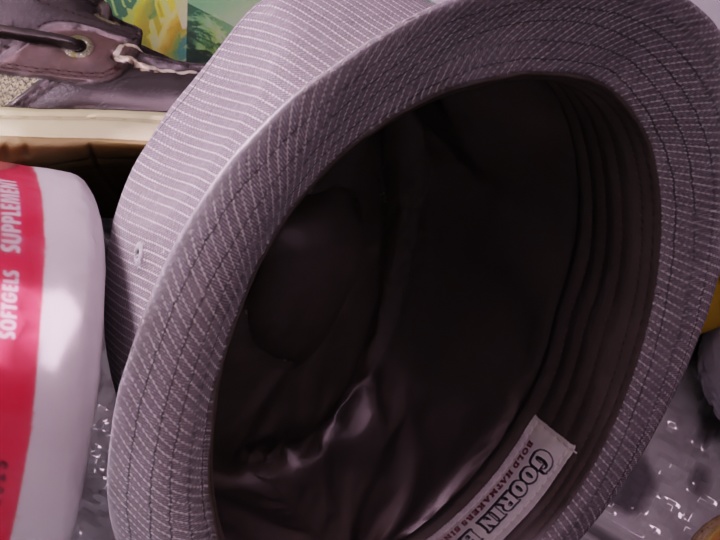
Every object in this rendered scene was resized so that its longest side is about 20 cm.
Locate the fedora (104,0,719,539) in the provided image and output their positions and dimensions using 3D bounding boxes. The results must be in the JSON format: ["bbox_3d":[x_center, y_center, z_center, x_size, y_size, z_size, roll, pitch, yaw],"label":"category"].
[{"bbox_3d":[0.000,0.000,0.706,0.176,0.201,0.090,-17,39,-31],"label":"fedora"}]

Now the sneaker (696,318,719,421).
[{"bbox_3d":[0.204,0.023,0.826,0.199,0.114,0.076,15,50,-4],"label":"sneaker"}]

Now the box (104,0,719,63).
[{"bbox_3d":[0.012,-0.092,0.796,0.199,0.145,0.036,4,20,6],"label":"box"}]

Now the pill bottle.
[{"bbox_3d":[-0.168,0.018,0.698,0.199,0.111,0.111,7,53,-15],"label":"pill bottle"}]

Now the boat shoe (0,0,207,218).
[{"bbox_3d":[-0.090,-0.051,0.767,0.199,0.073,0.065,1,76,-8],"label":"boat shoe"}]

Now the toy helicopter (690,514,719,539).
[{"bbox_3d":[0.173,0.130,0.781,0.199,0.079,0.132,25,59,13],"label":"toy helicopter"}]

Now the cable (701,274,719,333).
[{"bbox_3d":[0.023,0.019,0.808,0.097,0.050,0.200,42,52,18],"label":"cable"}]
